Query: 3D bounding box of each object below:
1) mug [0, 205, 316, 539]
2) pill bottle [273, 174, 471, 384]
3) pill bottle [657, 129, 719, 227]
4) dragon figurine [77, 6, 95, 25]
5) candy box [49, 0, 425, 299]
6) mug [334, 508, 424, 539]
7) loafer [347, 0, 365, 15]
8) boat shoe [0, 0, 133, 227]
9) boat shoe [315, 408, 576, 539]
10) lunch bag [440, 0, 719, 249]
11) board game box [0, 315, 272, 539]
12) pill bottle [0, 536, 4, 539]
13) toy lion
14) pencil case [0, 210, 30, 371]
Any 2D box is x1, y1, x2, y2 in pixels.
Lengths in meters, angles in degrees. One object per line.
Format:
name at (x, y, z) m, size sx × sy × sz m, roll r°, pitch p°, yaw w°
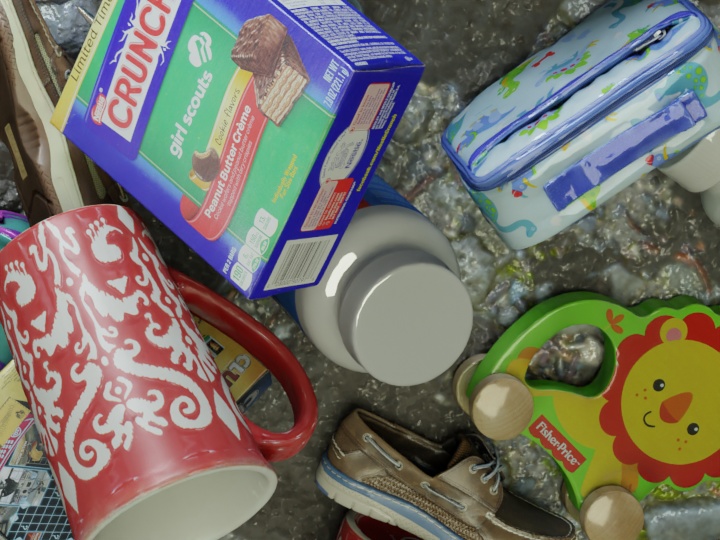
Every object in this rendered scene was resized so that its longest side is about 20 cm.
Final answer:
mug at (-0.139, 0.073, 1.479) m, size 0.133 × 0.201 × 0.177 m, roll -39°, pitch 155°, yaw 28°
pill bottle at (0.000, 0.000, 1.541) m, size 0.112 × 0.200 × 0.113 m, roll -7°, pitch 112°, yaw -19°
pill bottle at (0.309, -0.057, 1.625) m, size 0.199 × 0.110 × 0.110 m, roll 32°, pitch 103°, yaw -17°
dragon figurine at (-0.082, -0.191, 1.553) m, size 0.199 × 0.100 × 0.059 m, roll -16°, pitch 112°, yaw 18°
candy box at (-0.081, -0.110, 1.442) m, size 0.077 × 0.200 × 0.170 m, roll -8°, pitch 131°, yaw -51°
mug at (0.027, 0.293, 1.696) m, size 0.177 × 0.133 × 0.201 m, roll 24°, pitch 104°, yaw 26°
loafer at (-0.077, -0.120, 1.585) m, size 0.199 × 0.072 × 0.063 m, roll -25°, pitch 130°, yaw 10°
boat shoe at (-0.206, -0.113, 1.552) m, size 0.075 × 0.075 × 0.203 m, roll -17°, pitch 90°, yaw -29°
boat shoe at (0.070, 0.159, 1.679) m, size 0.199 × 0.072 × 0.073 m, roll 19°, pitch 112°, yaw -5°
lunch bag at (0.157, -0.106, 1.561) m, size 0.199 × 0.161 × 0.083 m, roll -34°, pitch 111°, yaw 6°
board game box at (-0.175, 0.098, 1.544) m, size 0.135 × 0.035 × 0.200 m, roll 42°, pitch 77°, yaw 14°
pill bottle at (-0.202, 0.161, 1.637) m, size 0.112 × 0.112 × 0.200 m, roll 33°, pitch 102°, yaw -17°
toy lion at (0.197, 0.090, 1.695) m, size 0.192 × 0.069 × 0.200 m, roll -45°, pitch 109°, yaw 2°
pencil case at (-0.264, 0.054, 1.605) m, size 0.092 × 0.085 × 0.201 m, roll 30°, pitch 106°, yaw 3°
